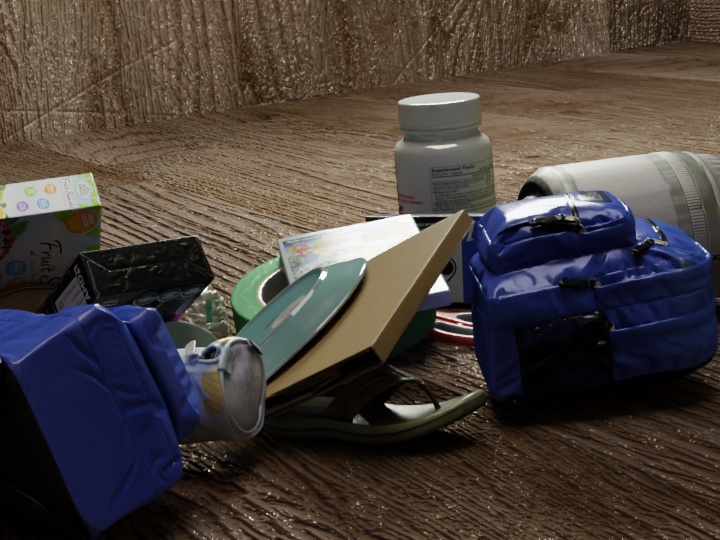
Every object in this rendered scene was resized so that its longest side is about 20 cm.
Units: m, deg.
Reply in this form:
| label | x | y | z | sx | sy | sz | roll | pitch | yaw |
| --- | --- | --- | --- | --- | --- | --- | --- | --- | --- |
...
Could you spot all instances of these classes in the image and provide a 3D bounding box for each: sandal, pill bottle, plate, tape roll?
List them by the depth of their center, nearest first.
| label | x | y | z | sx | sy | sz | roll | pitch | yaw |
| --- | --- | --- | --- | --- | --- | --- | --- | --- | --- |
| sandal | 0.004 | 0.106 | 1.376 | 0.201 | 0.057 | 0.080 | -2 | 9 | 26 |
| plate | -0.075 | 0.051 | 1.475 | 0.200 | 0.026 | 0.200 | -42 | 9 | 8 |
| tape roll | -0.026 | 0.033 | 1.656 | 0.200 | 0.048 | 0.200 | -7 | 24 | 3 |
| pill bottle | 0.098 | -0.099 | 1.931 | 0.113 | 0.200 | 0.113 | -5 | 12 | 1 |

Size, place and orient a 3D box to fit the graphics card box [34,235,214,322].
| label | x | y | z | sx | sy | sz | roll | pitch | yaw |
| --- | --- | --- | --- | --- | --- | --- | --- | --- | --- |
| graphics card box | -0.232 | 0.042 | 1.542 | 0.125 | 0.051 | 0.200 | -9 | -24 | -37 |

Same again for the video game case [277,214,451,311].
| label | x | y | z | sx | sy | sz | roll | pitch | yaw |
| --- | --- | --- | --- | --- | --- | --- | --- | --- | --- |
| video game case | 0.000 | 0.000 | 1.639 | 0.143 | 0.018 | 0.200 | -11 | 24 | -5 |

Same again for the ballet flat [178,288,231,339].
| label | x | y | z | sx | sy | sz | roll | pitch | yaw |
| --- | --- | --- | --- | --- | --- | --- | --- | --- | --- |
| ballet flat | -0.186 | 0.030 | 1.785 | 0.072 | 0.072 | 0.200 | -11 | 13 | -24 |

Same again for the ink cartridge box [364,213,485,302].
| label | x | y | z | sx | sy | sz | roll | pitch | yaw |
| --- | --- | --- | --- | --- | --- | --- | --- | --- | --- |
| ink cartridge box | 0.105 | -0.014 | 1.784 | 0.200 | 0.094 | 0.044 | 0 | 6 | 22 |

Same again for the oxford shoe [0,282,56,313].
| label | x | y | z | sx | sy | sz | roll | pitch | yaw |
| --- | --- | --- | --- | --- | --- | --- | --- | --- | --- |
| oxford shoe | -0.322 | 0.054 | 1.729 | 0.200 | 0.071 | 0.075 | -18 | 36 | -11 |

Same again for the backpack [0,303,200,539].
| label | x | y | z | sx | sy | sz | roll | pitch | yaw |
| --- | --- | --- | --- | --- | --- | --- | --- | --- | --- |
| backpack | -0.230 | 0.106 | 1.240 | 0.200 | 0.163 | 0.168 | -7 | 16 | 46 |

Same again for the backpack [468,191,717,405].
| label | x | y | z | sx | sy | sz | roll | pitch | yaw |
| --- | --- | --- | --- | --- | --- | --- | --- | --- | --- |
| backpack | 0.199 | 0.019 | 1.416 | 0.200 | 0.168 | 0.163 | -6 | 19 | -1 |

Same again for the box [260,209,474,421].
| label | x | y | z | sx | sy | sz | roll | pitch | yaw |
| --- | --- | --- | --- | --- | --- | --- | --- | --- | --- |
| box | 0.000 | 0.038 | 1.402 | 0.163 | 0.021 | 0.200 | -28 | 17 | 41 |

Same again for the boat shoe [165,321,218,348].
| label | x | y | z | sx | sy | sz | roll | pitch | yaw |
| --- | --- | --- | --- | --- | --- | --- | --- | --- | --- |
| boat shoe | -0.219 | 0.088 | 1.523 | 0.201 | 0.070 | 0.071 | -10 | 2 | -42 |

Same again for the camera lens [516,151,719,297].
| label | x | y | z | sx | sy | sz | roll | pitch | yaw |
| --- | --- | --- | --- | --- | --- | --- | --- | --- | --- |
| camera lens | 0.261 | -0.032 | 1.660 | 0.200 | 0.160 | 0.160 | -8 | 13 | -13 |

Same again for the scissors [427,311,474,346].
| label | x | y | z | sx | sy | sz | roll | pitch | yaw |
| --- | --- | --- | --- | --- | --- | --- | --- | --- | --- |
| scissors | 0.046 | 0.044 | 1.677 | 0.200 | 0.014 | 0.073 | 12 | 24 | 26 |

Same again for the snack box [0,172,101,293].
| label | x | y | z | sx | sy | sz | roll | pitch | yaw |
| --- | --- | --- | --- | --- | --- | --- | --- | --- | --- |
| snack box | -0.346 | -0.010 | 1.755 | 0.142 | 0.200 | 0.053 | -10 | 54 | -17 |

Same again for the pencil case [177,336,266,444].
| label | x | y | z | sx | sy | sz | roll | pitch | yaw |
| --- | --- | --- | --- | --- | --- | --- | --- | --- | --- |
| pencil case | -0.175 | 0.104 | 1.354 | 0.200 | 0.083 | 0.091 | -9 | -27 | 24 |
